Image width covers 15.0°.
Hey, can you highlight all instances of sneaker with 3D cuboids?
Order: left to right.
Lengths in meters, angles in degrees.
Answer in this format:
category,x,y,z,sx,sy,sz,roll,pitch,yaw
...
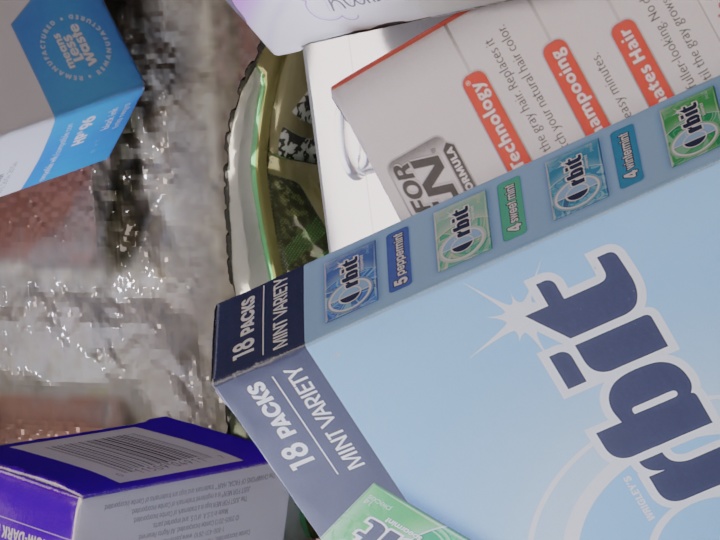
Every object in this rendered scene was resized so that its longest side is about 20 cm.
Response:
category,x,y,z,sx,sy,sz,roll,pitch,yaw
sneaker,0.000,0.000,0.949,0.089,0.077,0.200,0,96,4

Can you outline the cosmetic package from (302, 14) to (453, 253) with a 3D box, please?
category,x,y,z,sx,sy,sz,roll,pitch,yaw
cosmetic package,0.068,0.000,0.873,0.151,0.052,0.200,-7,93,23

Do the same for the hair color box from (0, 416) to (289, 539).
category,x,y,z,sx,sy,sz,roll,pitch,yaw
hair color box,-0.088,0.154,0.890,0.065,0.109,0.200,13,100,35

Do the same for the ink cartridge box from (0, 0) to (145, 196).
category,x,y,z,sx,sy,sz,roll,pitch,yaw
ink cartridge box,-0.194,-0.070,0.977,0.116,0.200,0.068,62,153,12

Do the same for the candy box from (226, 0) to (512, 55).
category,x,y,z,sx,sy,sz,roll,pitch,yaw
candy box,0.046,-0.172,0.805,0.168,0.072,0.200,-9,50,36

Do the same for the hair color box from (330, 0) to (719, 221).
category,x,y,z,sx,sy,sz,roll,pitch,yaw
hair color box,0.104,-0.059,0.796,0.200,0.061,0.102,-28,87,16

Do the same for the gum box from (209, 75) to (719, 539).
category,x,y,z,sx,sy,sz,roll,pitch,yaw
gum box,0.085,0.042,0.777,0.200,0.045,0.170,-25,121,14
